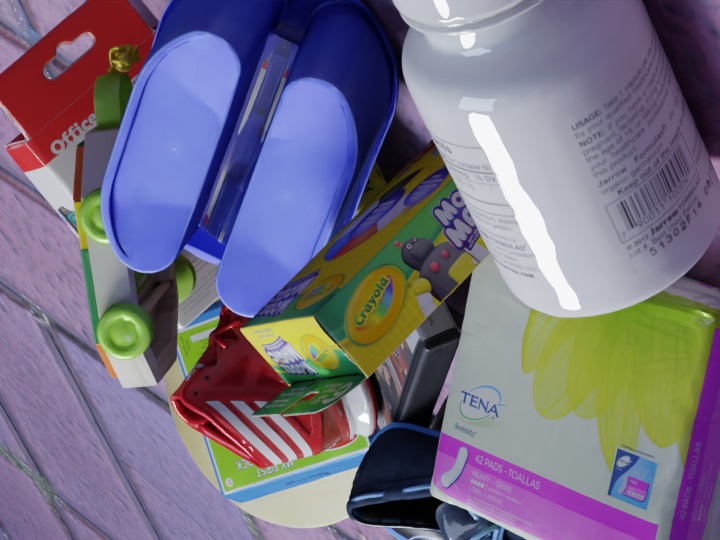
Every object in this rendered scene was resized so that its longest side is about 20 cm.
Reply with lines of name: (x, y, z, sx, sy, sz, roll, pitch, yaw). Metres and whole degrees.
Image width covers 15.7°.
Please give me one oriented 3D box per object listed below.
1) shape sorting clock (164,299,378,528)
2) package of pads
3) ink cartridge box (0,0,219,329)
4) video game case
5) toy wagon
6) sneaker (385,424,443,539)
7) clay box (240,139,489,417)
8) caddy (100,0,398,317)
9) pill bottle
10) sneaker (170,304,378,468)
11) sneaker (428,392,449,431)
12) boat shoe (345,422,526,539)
shape sorting clock: (-0.051, 0.077, 1.771, 0.199, 0.039, 0.202, 7, 102, 33)
package of pads: (0.125, 0.069, 1.360, 0.068, 0.156, 0.200, 7, -173, -37)
ink cartridge box: (-0.146, -0.073, 1.690, 0.200, 0.116, 0.067, 52, 163, -11)
video game case: (0.000, 0.000, 1.570, 0.200, 0.025, 0.182, 106, 141, -68)
toy wagon: (-0.140, -0.035, 1.569, 0.155, 0.039, 0.202, -62, -36, -76)
sneaker: (0.016, 0.122, 1.802, 0.200, 0.070, 0.078, 42, 165, 15)
clay box: (0.017, -0.006, 1.352, 0.048, 0.200, 0.115, 50, 160, -11)
caddy: (-0.061, -0.075, 1.442, 0.141, 0.105, 0.201, 23, 123, 1)
pill bottle: (0.083, -0.086, 1.187, 0.114, 0.114, 0.201, 23, 150, 49)
sneaker: (-0.076, 0.027, 1.605, 0.078, 0.115, 0.201, 110, 136, -72)
sneaker: (0.098, 0.103, 1.587, 0.099, 0.075, 0.200, 32, 168, -4)
boat shoe: (0.074, 0.144, 1.516, 0.199, 0.069, 0.084, 3, 141, 51)
